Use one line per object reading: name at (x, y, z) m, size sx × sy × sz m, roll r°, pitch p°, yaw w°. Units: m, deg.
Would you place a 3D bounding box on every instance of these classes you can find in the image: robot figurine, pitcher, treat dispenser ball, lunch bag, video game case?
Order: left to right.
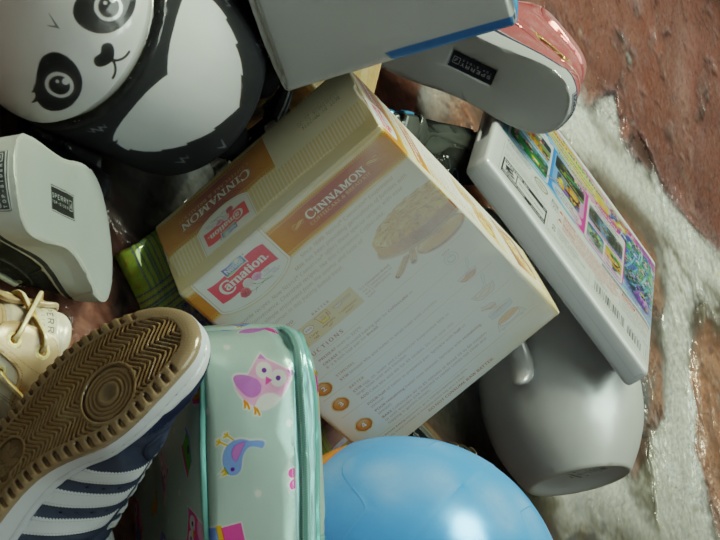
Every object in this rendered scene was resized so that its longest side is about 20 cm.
robot figurine at (-0.131, -0.125, 1.193) m, size 0.199 × 0.124 × 0.152 m, roll 23°, pitch 58°, yaw -54°
lunch bag at (-0.074, 0.110, 1.145) m, size 0.076 × 0.200 × 0.162 m, roll -4°, pitch 88°, yaw -15°
treat dispenser ball at (0.023, 0.200, 1.259) m, size 0.200 × 0.199 × 0.203 m, roll 26°, pitch 58°, yaw -52°
pitcher at (0.130, 0.057, 1.561) m, size 0.171 × 0.120 × 0.202 m, roll 19°, pitch 56°, yaw -56°
video game case at (0.152, -0.036, 1.546) m, size 0.200 × 0.024 × 0.182 m, roll 52°, pitch 23°, yaw -15°

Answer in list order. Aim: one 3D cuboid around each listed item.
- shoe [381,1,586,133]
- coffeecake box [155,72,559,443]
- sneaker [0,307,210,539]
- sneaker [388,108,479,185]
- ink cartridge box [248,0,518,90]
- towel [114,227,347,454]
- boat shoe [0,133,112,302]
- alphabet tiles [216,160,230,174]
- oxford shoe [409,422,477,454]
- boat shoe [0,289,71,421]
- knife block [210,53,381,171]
shoe at (0.072, -0.172, 1.526) m, size 0.199 × 0.072 × 0.091 m, roll 29°, pitch 27°, yaw 2°
coffeecake box at (0.000, 0.000, 1.272) m, size 0.200 × 0.153 × 0.073 m, roll 43°, pitch 12°, yaw -38°
sneaker at (-0.132, 0.109, 1.071) m, size 0.108 × 0.200 × 0.070 m, roll 41°, pitch 11°, yaw -43°
sneaker at (0.034, -0.070, 1.502) m, size 0.200 × 0.073 × 0.083 m, roll 3°, pitch 97°, yaw -63°
ink cartridge box at (0.019, -0.197, 1.266) m, size 0.200 × 0.145 × 0.087 m, roll -76°, pitch 149°, yaw -66°
towel at (-0.073, 0.051, 1.316) m, size 0.144 × 0.023 × 0.202 m, roll -40°, pitch 113°, yaw -48°
boat shoe at (-0.182, -0.028, 1.129) m, size 0.200 × 0.063 × 0.071 m, roll 55°, pitch 31°, yaw -72°
alphabet tiles at (-0.034, -0.002, 1.413) m, size 0.196 × 0.014 × 0.201 m, roll -47°, pitch 119°, yaw -54°
oxford shoe at (0.049, 0.148, 1.454) m, size 0.085 × 0.072 × 0.201 m, roll -84°, pitch 153°, yaw -43°
boat shoe at (-0.179, 0.043, 1.096) m, size 0.200 × 0.069 × 0.074 m, roll 55°, pitch 14°, yaw -40°
knife block at (-0.031, -0.100, 1.362) m, size 0.199 × 0.064 × 0.177 m, roll 8°, pitch 58°, yaw -57°
